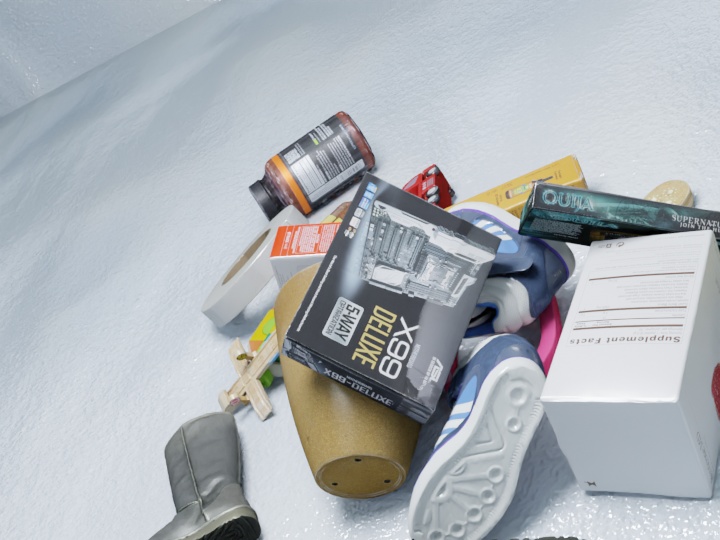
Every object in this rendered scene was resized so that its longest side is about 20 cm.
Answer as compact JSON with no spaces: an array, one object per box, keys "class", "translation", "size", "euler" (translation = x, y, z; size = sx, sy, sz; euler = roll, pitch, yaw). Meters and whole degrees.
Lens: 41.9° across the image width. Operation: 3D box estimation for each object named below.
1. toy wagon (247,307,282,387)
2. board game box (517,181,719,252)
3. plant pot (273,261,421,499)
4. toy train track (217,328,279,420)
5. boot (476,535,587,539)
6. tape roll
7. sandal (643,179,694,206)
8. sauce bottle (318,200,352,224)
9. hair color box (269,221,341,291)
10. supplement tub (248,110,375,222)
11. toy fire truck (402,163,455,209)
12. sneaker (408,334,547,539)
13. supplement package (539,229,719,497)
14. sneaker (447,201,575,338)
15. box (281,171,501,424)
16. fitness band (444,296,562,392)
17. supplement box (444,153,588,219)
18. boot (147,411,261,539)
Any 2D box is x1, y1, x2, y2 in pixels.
[{"class":"toy wagon","translation":[-0.054,0.080,1.202],"size":[0.197,0.040,0.156],"euler":[-5,40,39]},{"class":"board game box","translation":[0.259,-0.044,0.923],"size":[0.195,0.135,0.029],"euler":[10,82,5]},{"class":"plant pot","translation":[-0.002,0.125,0.981],"size":[0.183,0.187,0.203],"euler":[-19,49,20]},{"class":"toy train track","translation":[-0.123,0.102,1.151],"size":[0.201,0.032,0.115],"euler":[-51,52,23]},{"class":"boot","translation":[0.094,0.291,0.718],"size":[0.207,0.080,0.159],"euler":[-17,33,24]},{"class":"tape roll","translation":[-0.151,-0.008,1.347],"size":[0.203,0.037,0.203],"euler":[-47,11,12]},{"class":"sandal","translation":[0.292,-0.043,1.025],"size":[0.077,0.070,0.212],"euler":[9,50,48]},{"class":"sauce bottle","translation":[-0.028,-0.052,1.345],"size":[0.200,0.067,0.066],"euler":[-43,32,-18]},{"class":"hair color box","translation":[0.000,0.000,1.140],"size":[0.195,0.112,0.065],"euler":[-2,42,13]},{"class":"supplement tub","translation":[-0.081,-0.159,1.506],"size":[0.198,0.108,0.107],"euler":[-34,30,-3]},{"class":"toy fire truck","translation":[0.060,-0.057,1.278],"size":[0.140,0.049,0.201],"euler":[-31,24,20]},{"class":"sneaker","translation":[0.108,0.155,0.888],"size":[0.203,0.079,0.147],"euler":[-63,3,9]},{"class":"supplement package","translation":[0.253,0.080,0.832],"size":[0.118,0.122,0.202],"euler":[-5,40,34]},{"class":"sneaker","translation":[0.122,0.004,1.035],"size":[0.146,0.082,0.198],"euler":[-39,38,-25]},{"class":"box","translation":[0.033,0.025,0.920],"size":[0.050,0.155,0.202],"euler":[111,-175,-63]},{"class":"fitness band","translation":[0.150,0.070,1.030],"size":[0.141,0.038,0.202],"euler":[-21,33,19]},{"class":"supplement box","translation":[0.188,-0.067,1.165],"size":[0.197,0.069,0.067],"euler":[-24,31,17]},{"class":"boot","translation":[-0.203,0.255,1.057],"size":[0.179,0.074,0.201],"euler":[-22,36,-11]}]
